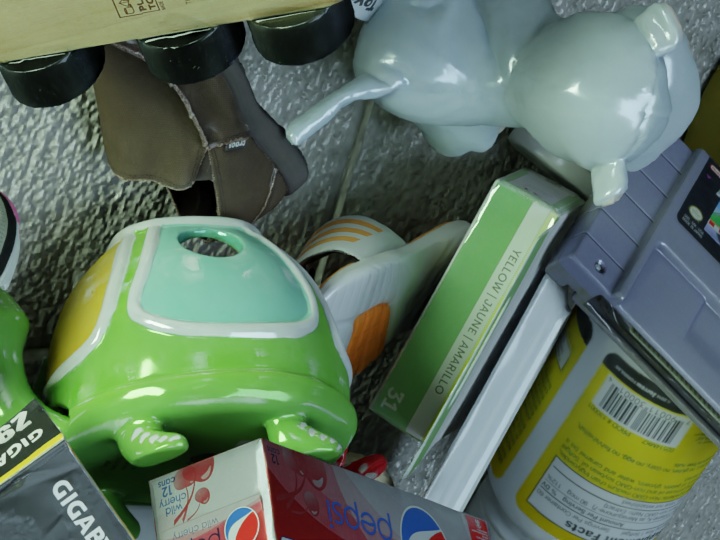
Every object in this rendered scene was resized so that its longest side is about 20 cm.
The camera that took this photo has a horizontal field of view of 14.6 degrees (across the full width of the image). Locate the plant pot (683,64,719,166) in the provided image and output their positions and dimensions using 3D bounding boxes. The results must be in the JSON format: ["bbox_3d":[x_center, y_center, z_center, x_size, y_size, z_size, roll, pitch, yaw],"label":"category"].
[{"bbox_3d":[0.325,-0.049,1.709,0.200,0.189,0.202,-25,129,-36],"label":"plant pot"}]

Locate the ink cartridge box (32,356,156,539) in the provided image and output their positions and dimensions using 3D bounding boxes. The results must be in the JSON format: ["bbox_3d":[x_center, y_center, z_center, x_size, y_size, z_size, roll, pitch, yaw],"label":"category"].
[{"bbox_3d":[-0.140,0.149,1.415,0.104,0.059,0.201,8,106,-49],"label":"ink cartridge box"}]

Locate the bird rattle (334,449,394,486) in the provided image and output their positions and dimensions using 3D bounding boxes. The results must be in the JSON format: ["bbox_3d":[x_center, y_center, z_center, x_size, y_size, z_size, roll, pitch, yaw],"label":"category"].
[{"bbox_3d":[-0.036,0.153,1.501,0.163,0.112,0.201,-16,122,-64],"label":"bird rattle"}]

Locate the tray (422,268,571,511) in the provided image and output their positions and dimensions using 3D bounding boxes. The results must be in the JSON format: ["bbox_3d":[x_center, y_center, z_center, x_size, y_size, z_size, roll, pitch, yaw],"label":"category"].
[{"bbox_3d":[0.068,0.089,1.546,0.201,0.022,0.107,-61,175,2],"label":"tray"}]

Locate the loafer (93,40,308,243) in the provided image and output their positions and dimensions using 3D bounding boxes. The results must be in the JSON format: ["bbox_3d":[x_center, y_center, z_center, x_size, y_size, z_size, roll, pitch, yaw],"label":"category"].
[{"bbox_3d":[-0.089,-0.071,1.323,0.071,0.073,0.200,-54,141,-10],"label":"loafer"}]

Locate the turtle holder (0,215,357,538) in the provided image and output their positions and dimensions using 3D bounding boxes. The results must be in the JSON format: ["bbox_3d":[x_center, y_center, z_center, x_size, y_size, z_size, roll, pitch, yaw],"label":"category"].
[{"bbox_3d":[-0.097,0.050,1.345,0.184,0.132,0.141,-10,156,5],"label":"turtle holder"}]

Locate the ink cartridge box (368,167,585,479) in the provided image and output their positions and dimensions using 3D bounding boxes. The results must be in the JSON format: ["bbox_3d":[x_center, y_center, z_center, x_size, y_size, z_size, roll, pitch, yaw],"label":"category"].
[{"bbox_3d":[0.056,0.024,1.477,0.146,0.048,0.200,-61,171,11],"label":"ink cartridge box"}]

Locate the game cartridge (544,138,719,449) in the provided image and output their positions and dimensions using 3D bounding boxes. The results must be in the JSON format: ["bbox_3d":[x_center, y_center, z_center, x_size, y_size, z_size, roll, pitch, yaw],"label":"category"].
[{"bbox_3d":[0.200,0.023,1.529,0.200,0.038,0.130,44,54,-12],"label":"game cartridge"}]

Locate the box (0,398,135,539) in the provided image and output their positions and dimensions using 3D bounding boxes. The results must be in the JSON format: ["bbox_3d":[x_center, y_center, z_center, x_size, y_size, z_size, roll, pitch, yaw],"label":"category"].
[{"bbox_3d":[-0.157,0.182,1.274,0.159,0.049,0.200,-35,122,-8],"label":"box"}]

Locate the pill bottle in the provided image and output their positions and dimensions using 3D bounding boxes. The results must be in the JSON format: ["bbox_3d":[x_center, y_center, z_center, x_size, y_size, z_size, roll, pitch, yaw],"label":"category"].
[{"bbox_3d":[0.142,0.097,1.620,0.114,0.114,0.200,-11,142,-44],"label":"pill bottle"}]

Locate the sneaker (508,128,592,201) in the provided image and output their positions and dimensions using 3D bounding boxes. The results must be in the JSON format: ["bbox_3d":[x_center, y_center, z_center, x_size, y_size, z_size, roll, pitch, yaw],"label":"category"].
[{"bbox_3d":[0.172,-0.069,1.618,0.099,0.071,0.200,-55,138,1],"label":"sneaker"}]

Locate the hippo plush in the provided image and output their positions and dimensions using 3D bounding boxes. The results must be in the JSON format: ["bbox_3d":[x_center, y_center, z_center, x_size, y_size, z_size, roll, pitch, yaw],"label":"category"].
[{"bbox_3d":[0.089,-0.122,1.392,0.200,0.160,0.160,-1,104,-64],"label":"hippo plush"}]

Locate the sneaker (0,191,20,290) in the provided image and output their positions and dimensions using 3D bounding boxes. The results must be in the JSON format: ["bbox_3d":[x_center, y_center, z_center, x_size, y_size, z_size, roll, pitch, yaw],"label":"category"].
[{"bbox_3d":[-0.233,0.010,1.212,0.200,0.074,0.088,-34,141,-24],"label":"sneaker"}]

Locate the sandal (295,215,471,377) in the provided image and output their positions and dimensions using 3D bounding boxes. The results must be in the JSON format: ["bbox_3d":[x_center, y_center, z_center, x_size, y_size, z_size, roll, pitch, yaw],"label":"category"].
[{"bbox_3d":[-0.003,0.007,1.489,0.079,0.059,0.207,-66,164,20],"label":"sandal"}]

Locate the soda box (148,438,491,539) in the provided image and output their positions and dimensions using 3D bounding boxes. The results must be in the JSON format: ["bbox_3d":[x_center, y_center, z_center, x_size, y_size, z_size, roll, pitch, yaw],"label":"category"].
[{"bbox_3d":[-0.013,0.138,1.329,0.200,0.070,0.064,26,48,-52],"label":"soda box"}]

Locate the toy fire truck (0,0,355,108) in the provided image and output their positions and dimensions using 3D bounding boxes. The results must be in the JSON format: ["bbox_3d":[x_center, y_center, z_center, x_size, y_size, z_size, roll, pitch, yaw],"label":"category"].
[{"bbox_3d":[-0.090,-0.193,1.213,0.129,0.175,0.201,68,19,-45],"label":"toy fire truck"}]
